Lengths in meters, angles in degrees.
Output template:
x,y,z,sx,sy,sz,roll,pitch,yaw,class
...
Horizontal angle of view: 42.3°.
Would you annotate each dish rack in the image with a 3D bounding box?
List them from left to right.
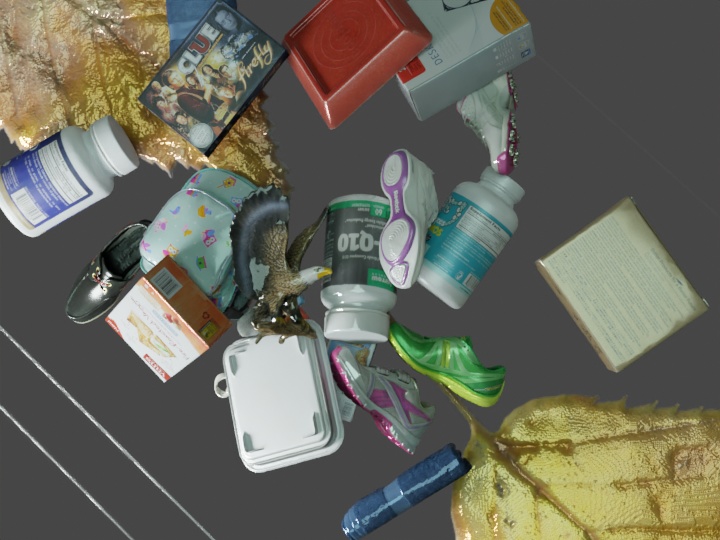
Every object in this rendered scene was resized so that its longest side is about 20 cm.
x,y,z,sx,sy,sz,roll,pitch,yaw,class
-0.122,0.181,1.354,0.170,0.043,0.202,-18,73,19,dish rack

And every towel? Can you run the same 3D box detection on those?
x,y,z,sx,sy,sz,roll,pitch,yaw,class
-0.243,-0.361,1.448,0.111,0.049,0.202,-4,86,4,towel
0.065,0.320,1.351,0.199,0.112,0.049,-32,79,3,towel

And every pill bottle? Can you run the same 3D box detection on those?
x,y,z,sx,sy,sz,roll,pitch,yaw,class
-0.446,-0.149,1.419,0.199,0.120,0.120,-29,85,2,pill bottle
0.000,0.000,1.359,0.112,0.113,0.202,2,74,5,pill bottle
0.157,-0.052,1.369,0.110,0.111,0.201,35,90,5,pill bottle

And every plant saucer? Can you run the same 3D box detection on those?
x,y,z,sx,sy,sz,roll,pitch,yaw,class
-0.019,-0.343,1.373,0.200,0.037,0.200,-40,57,15,plant saucer

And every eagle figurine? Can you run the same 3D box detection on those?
x,y,z,sx,sy,sz,roll,pitch,yaw,class
-0.107,-0.002,1.317,0.149,0.152,0.202,-5,73,-9,eagle figurine

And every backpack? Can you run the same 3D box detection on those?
x,y,z,sx,sy,sz,roll,pitch,yaw,class
-0.216,-0.050,1.380,0.175,0.153,0.201,29,82,17,backpack

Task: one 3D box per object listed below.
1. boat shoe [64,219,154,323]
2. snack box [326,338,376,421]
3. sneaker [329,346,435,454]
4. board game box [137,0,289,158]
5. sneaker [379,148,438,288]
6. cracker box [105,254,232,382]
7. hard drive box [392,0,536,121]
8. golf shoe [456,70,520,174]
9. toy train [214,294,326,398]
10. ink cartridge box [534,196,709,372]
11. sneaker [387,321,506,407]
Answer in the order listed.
x,y,z,sx,sy,sz,roll,pitch,yaw,class
-0.388,0.001,1.438,0.201,0.063,0.074,-45,87,3,boat shoe
-0.016,0.123,1.418,0.071,0.024,0.202,18,89,6,snack box
0.035,0.176,1.377,0.088,0.081,0.200,-46,110,-11,sneaker
-0.222,-0.291,1.401,0.135,0.035,0.201,38,89,5,board game box
0.080,-0.070,1.321,0.074,0.099,0.202,-12,68,41,sneaker
-0.282,0.075,1.350,0.134,0.200,0.058,47,55,-5,cracker box
0.134,-0.340,1.374,0.199,0.077,0.157,-30,59,3,hard drive box
0.188,-0.218,1.372,0.091,0.076,0.201,-7,52,15,golf shoe
-0.124,0.138,1.416,0.150,0.056,0.200,43,98,23,toy train
0.379,0.021,1.365,0.164,0.075,0.201,-34,85,1,ink cartridge box
0.127,0.125,1.385,0.199,0.074,0.084,29,92,-4,sneaker
